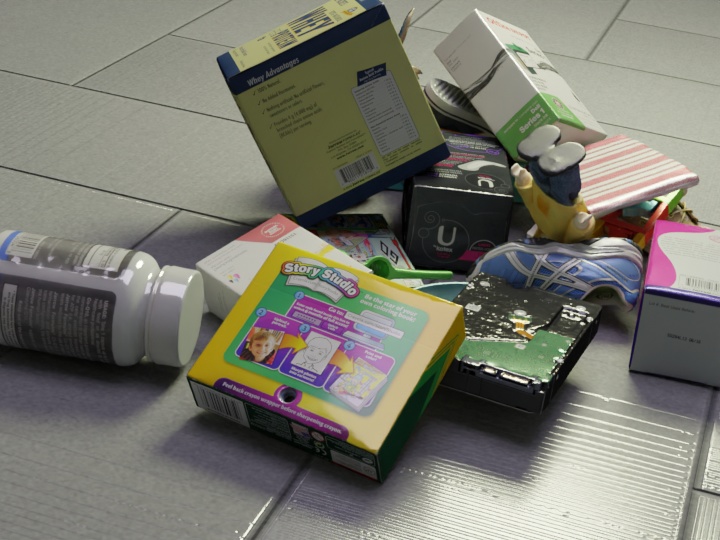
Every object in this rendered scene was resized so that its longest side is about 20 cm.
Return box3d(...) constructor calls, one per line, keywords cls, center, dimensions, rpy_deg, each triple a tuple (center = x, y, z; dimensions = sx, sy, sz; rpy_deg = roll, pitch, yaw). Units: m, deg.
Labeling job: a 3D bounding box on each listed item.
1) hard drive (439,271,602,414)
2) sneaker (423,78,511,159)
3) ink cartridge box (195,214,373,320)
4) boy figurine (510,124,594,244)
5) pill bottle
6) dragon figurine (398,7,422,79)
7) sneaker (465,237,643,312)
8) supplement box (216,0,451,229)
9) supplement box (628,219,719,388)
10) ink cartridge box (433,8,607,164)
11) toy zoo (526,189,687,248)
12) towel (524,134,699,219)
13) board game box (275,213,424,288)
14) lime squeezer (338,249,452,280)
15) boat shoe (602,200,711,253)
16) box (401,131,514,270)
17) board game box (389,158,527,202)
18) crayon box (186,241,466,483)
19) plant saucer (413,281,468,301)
box3d(cls="hard drive", center=(0.146, 0.068, 1.413), dimensions=(0.139, 0.038, 0.200), rpy_deg=(16, 26, 19))
box3d(cls="sneaker", center=(0.147, -0.185, 1.883), dimensions=(0.200, 0.079, 0.079), rpy_deg=(20, 36, -30))
box3d(cls="ink cartridge box", center=(-0.062, 0.028, 1.458), dimensions=(0.116, 0.068, 0.200), rpy_deg=(-33, 43, -26))
box3d(cls="boy figurine", center=(0.215, -0.074, 1.616), dimensions=(0.064, 0.200, 0.124), rpy_deg=(-34, 56, -20))
box3d(cls="pill bottle", center=(-0.260, 0.031, 1.385), dimensions=(0.200, 0.114, 0.114), rpy_deg=(10, 25, 6))
box3d(cls="dragon figurine", center=(0.026, -0.252, 1.865), dimensions=(0.059, 0.200, 0.099), rpy_deg=(-27, 42, -33))
box3d(cls="sneaker", center=(0.216, 0.011, 1.588), dimensions=(0.199, 0.076, 0.077), rpy_deg=(-5, 59, 10))
box3d(cls="supplement box", center=(-0.033, -0.193, 1.668), dimensions=(0.200, 0.200, 0.134), rpy_deg=(-27, 22, -2))
box3d(cls="supplement box", center=(0.357, 0.031, 1.552), dimensions=(0.101, 0.104, 0.200), rpy_deg=(11, 27, 11))
box3d(cls="ink cartridge box", center=(0.205, -0.229, 1.835), dimensions=(0.146, 0.084, 0.200), rpy_deg=(7, 45, -56))
box3d(cls="toy zoo", center=(0.295, -0.061, 1.746), dimensions=(0.131, 0.020, 0.200), rpy_deg=(21, 53, 32))
box3d(cls="towel", center=(0.299, -0.110, 1.717), dimensions=(0.146, 0.030, 0.200), rpy_deg=(-19, 24, -10))
box3d(cls="board game box", center=(-0.017, -0.013, 1.639), dimensions=(0.134, 0.029, 0.200), rpy_deg=(0, 26, -15))
box3d(cls="lime squeezer", center=(0.000, 0.000, 1.556), dimensions=(0.199, 0.038, 0.071), rpy_deg=(8, -6, 4))
box3d(cls="boat shoe", center=(0.380, -0.057, 1.785), dimensions=(0.200, 0.067, 0.074), rpy_deg=(17, 27, 21))
box3d(cls="box", center=(0.115, -0.086, 1.734), dimensions=(0.122, 0.106, 0.200), rpy_deg=(6, 25, -1))
box3d(cls="board game box", center=(0.126, -0.151, 1.944), dimensions=(0.199, 0.047, 0.151), rpy_deg=(5, 25, -3))
box3d(cls="crayon box", center=(-0.029, 0.079, 1.314), dimensions=(0.200, 0.058, 0.173), rpy_deg=(20, 57, 22))
box3d(cls="plant saucer", center=(0.124, 0.071, 1.487), dimensions=(0.199, 0.036, 0.200), rpy_deg=(5, 25, -2))
